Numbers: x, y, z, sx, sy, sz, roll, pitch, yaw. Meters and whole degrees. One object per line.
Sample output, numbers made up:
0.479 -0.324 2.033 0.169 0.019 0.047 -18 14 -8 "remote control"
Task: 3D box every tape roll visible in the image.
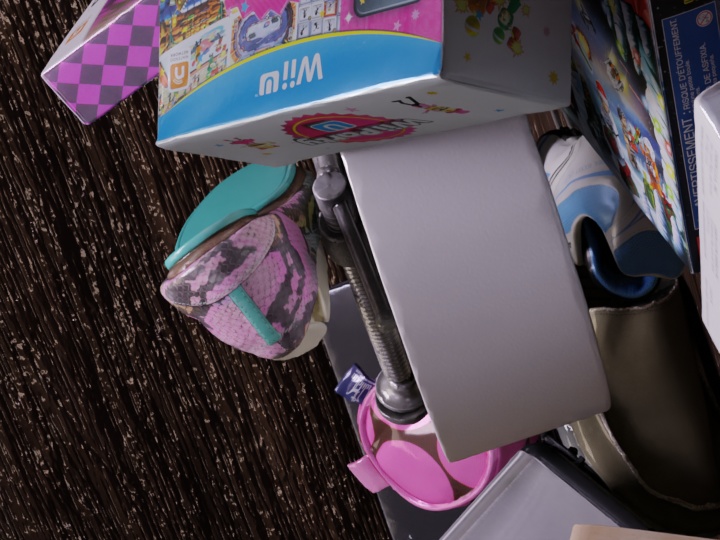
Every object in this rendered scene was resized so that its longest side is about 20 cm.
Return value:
0.037 -0.029 0.982 0.202 0.070 0.204 -19 -90 -88 "tape roll"

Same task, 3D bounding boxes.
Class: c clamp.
0.000 0.000 1.079 0.200 0.027 0.172 69 -176 -59 "c clamp"

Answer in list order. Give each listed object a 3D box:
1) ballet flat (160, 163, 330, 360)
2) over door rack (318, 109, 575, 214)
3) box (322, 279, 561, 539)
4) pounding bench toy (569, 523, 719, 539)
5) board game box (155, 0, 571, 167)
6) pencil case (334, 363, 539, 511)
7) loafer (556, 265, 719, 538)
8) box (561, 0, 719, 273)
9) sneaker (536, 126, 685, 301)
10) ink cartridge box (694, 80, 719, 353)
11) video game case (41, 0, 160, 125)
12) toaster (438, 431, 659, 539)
-0.040 0.002 1.019 0.071 0.069 0.200 57 -174 -7 "ballet flat"
0.010 -0.098 1.172 0.067 0.199 0.148 -101 -13 -55 "over door rack"
0.084 0.077 1.464 0.182 0.104 0.201 -22 -86 -59 "box"
0.169 0.191 0.930 0.125 0.199 0.157 74 -152 -47 "pounding bench toy"
0.000 -0.146 0.852 0.064 0.147 0.201 8 -102 -43 "board game box"
0.073 0.047 1.292 0.091 0.094 0.200 48 -141 6 "pencil case"
0.126 0.039 1.209 0.201 0.075 0.070 58 148 11 "loafer"
0.085 -0.109 0.897 0.200 0.040 0.137 -121 14 -52 "box"
0.106 -0.023 1.037 0.200 0.071 0.073 120 162 -87 "sneaker"
0.162 0.054 0.742 0.160 0.047 0.201 73 172 -64 "ink cartridge box"
-0.032 -0.164 1.055 0.036 0.200 0.182 47 -145 -17 "video game case"
0.118 0.188 1.164 0.200 0.119 0.181 38 167 35 "toaster"
